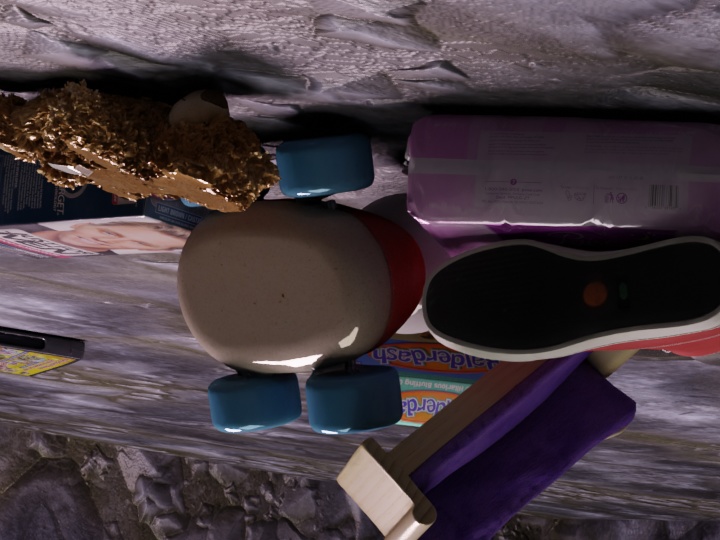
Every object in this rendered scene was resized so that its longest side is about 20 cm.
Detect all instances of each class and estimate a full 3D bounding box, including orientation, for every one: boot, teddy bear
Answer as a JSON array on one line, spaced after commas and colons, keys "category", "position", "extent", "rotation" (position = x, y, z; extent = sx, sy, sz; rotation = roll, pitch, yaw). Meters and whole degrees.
[{"category": "boot", "position": [0.148, 0.029, 1.289], "extent": [0.200, 0.072, 0.144], "rotation": [-3, 166, 24]}, {"category": "teddy bear", "position": [-0.144, -0.084, 1.311], "extent": [0.145, 0.067, 0.200], "rotation": [27, 165, -38]}]

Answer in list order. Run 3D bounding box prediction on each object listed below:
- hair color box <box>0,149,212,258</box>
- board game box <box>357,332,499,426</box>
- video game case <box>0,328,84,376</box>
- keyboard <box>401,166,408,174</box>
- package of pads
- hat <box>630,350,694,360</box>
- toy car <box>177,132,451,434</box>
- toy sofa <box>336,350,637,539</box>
[{"category": "hair color box", "position": [-0.187, -0.049, 1.493], "extent": [0.200, 0.061, 0.100], "rotation": [-3, 166, 38]}, {"category": "board game box", "position": [0.048, 0.049, 1.620], "extent": [0.152, 0.045, 0.200], "rotation": [7, -152, -2]}, {"category": "video game case", "position": [-0.434, 0.088, 2.464], "extent": [0.181, 0.026, 0.200], "rotation": [11, 168, -24]}, {"category": "keyboard", "position": [0.128, -0.055, 1.423], "extent": [0.200, 0.011, 0.056], "rotation": [10, 169, -24]}, {"category": "package of pads", "position": [0.134, -0.046, 1.289], "extent": [0.200, 0.076, 0.121], "rotation": [2, 169, 17]}, {"category": "hat", "position": [0.185, 0.000, 1.450], "extent": [0.201, 0.081, 0.201], "rotation": [-1, 160, 0]}, {"category": "toy car", "position": [0.000, 0.000, 1.424], "extent": [0.177, 0.184, 0.200], "rotation": [-4, -174, 42]}, {"category": "toy sofa", "position": [0.091, 0.098, 1.329], "extent": [0.200, 0.098, 0.083], "rotation": [-37, 171, -23]}]
